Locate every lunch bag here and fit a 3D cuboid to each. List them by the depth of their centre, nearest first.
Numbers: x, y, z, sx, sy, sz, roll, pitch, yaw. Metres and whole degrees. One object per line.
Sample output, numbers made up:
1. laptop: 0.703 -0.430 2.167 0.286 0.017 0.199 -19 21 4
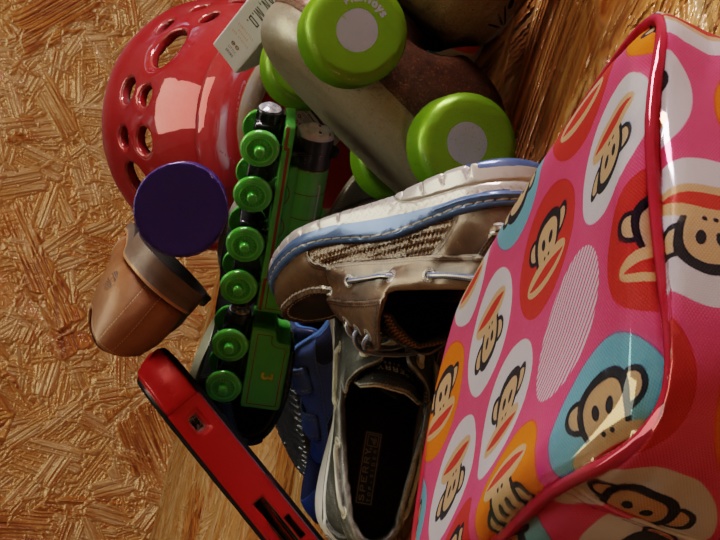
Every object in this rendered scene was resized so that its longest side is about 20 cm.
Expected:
1. lunch bag: 0.076 0.024 0.420 0.200 0.081 0.177 117 165 -54

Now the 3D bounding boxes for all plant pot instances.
1. plant pot: -0.072 -0.106 1.016 0.182 0.200 0.202 15 91 55

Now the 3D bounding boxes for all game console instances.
1. game console: -0.073 0.132 0.857 0.031 0.200 0.177 -38 3 -7

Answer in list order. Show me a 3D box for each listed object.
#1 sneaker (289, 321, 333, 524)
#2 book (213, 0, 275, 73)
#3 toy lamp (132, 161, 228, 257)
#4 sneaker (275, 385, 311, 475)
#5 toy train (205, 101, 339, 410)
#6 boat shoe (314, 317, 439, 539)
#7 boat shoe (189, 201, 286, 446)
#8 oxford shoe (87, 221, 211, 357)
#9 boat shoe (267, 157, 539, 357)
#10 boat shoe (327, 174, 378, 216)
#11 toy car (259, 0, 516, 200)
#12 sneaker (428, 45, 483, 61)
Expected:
1. sneaker: -0.015 0.069 0.874 0.074 0.082 0.201 -114 39 -71
2. book: 0.000 -0.211 0.827 0.134 0.048 0.200 -40 0 -42
3. toy lamp: -0.108 -0.038 0.812 0.200 0.058 0.059 -137 62 -83
4. sneaker: -0.027 0.073 1.027 0.070 0.082 0.201 47 147 43
5. toy train: -0.054 -0.003 0.789 0.042 0.056 0.201 -93 13 -61
6. boat shoe: 0.016 0.060 0.768 0.064 0.070 0.201 139 137 -74
7. boat shoe: -0.061 0.024 0.895 0.068 0.071 0.201 53 134 50
8. oxford shoe: -0.140 0.016 0.836 0.071 0.071 0.200 -49 3 -1
9. boat shoe: 0.017 0.006 0.687 0.200 0.072 0.073 -25 65 51
10. boat shoe: 0.000 0.000 0.921 0.072 0.075 0.201 -92 21 -66
11. toy car: 0.057 -0.149 0.764 0.200 0.158 0.164 -47 11 -7
12. sneaker: 0.039 -0.161 0.933 0.200 0.070 0.094 -147 78 -77
